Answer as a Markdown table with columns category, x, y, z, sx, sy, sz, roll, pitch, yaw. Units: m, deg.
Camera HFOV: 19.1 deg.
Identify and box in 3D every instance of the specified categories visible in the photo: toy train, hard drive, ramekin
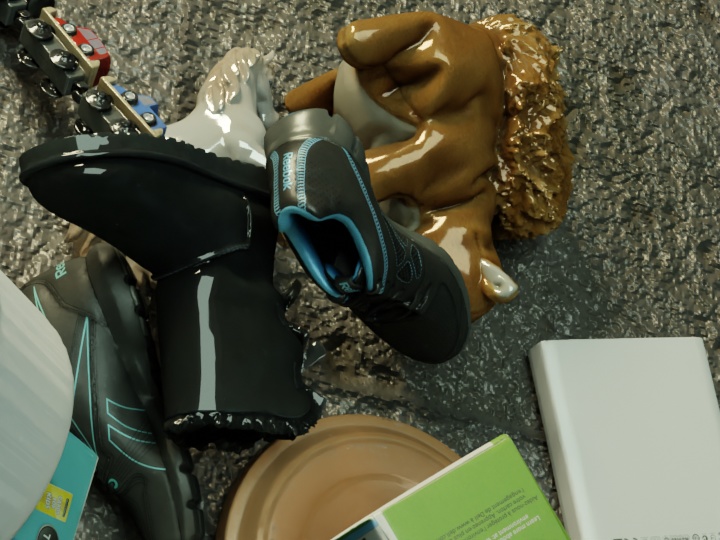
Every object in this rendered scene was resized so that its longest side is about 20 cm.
| category | x | y | z | sx | sy | sz | roll | pitch | yaw |
| --- | --- | --- | --- | --- | --- | --- | --- | --- | --- |
| toy train | -0.178 | -0.129 | 1.311 | 0.046 | 0.034 | 0.200 | -16 | 54 | -40 |
| hard drive | 0.189 | 0.143 | 1.409 | 0.131 | 0.027 | 0.202 | 0 | 68 | -27 |
| ramekin | -0.241 | 0.074 | 1.088 | 0.098 | 0.199 | 0.202 | 46 | 47 | -42 |

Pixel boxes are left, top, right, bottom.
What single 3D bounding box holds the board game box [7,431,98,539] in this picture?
| category | x | y | z | sx | sy | sz | roll | pitch | yaw |
| --- | --- | --- | --- | --- | --- | --- | --- | --- | --- |
| board game box | -0.230 | 0.179 | 1.104 | 0.047 | 0.150 | 0.202 | 45 | 48 | -43 |

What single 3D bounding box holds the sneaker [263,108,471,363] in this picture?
| category | x | y | z | sx | sy | sz | roll | pitch | yaw |
| --- | --- | --- | --- | --- | --- | --- | --- | --- | --- |
| sneaker | 0.000 | 0.000 | 1.264 | 0.200 | 0.073 | 0.082 | 50 | 29 | -35 |

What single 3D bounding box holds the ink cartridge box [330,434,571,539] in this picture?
| category | x | y | z | sx | sy | sz | roll | pitch | yaw |
| --- | --- | --- | --- | --- | --- | --- | --- | --- | --- |
| ink cartridge box | -0.005 | 0.181 | 1.148 | 0.199 | 0.148 | 0.076 | -28 | 83 | -32 |

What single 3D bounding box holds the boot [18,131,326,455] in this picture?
| category | x | y | z | sx | sy | sz | roll | pitch | yaw |
| --- | --- | --- | --- | --- | --- | --- | --- | --- | --- |
| boot | -0.102 | 0.016 | 1.207 | 0.197 | 0.073 | 0.164 | 11 | 68 | -49 |

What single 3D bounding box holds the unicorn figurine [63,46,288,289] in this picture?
| category | x | y | z | sx | sy | sz | roll | pitch | yaw |
| --- | --- | --- | --- | --- | --- | --- | --- | --- | --- |
| unicorn figurine | -0.097 | -0.065 | 1.332 | 0.199 | 0.074 | 0.138 | -14 | 78 | -34 |

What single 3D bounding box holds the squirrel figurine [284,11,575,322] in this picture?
| category | x | y | z | sx | sy | sz | roll | pitch | yaw |
| --- | --- | --- | --- | --- | --- | --- | --- | --- | --- |
| squirrel figurine | 0.066 | -0.061 | 1.379 | 0.198 | 0.141 | 0.188 | -13 | 80 | -28 |

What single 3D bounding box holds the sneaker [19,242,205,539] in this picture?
| category | x | y | z | sx | sy | sz | roll | pitch | yaw |
| --- | --- | --- | --- | --- | --- | --- | --- | --- | --- |
| sneaker | -0.145 | 0.088 | 1.250 | 0.079 | 0.075 | 0.202 | -18 | 81 | -3 |

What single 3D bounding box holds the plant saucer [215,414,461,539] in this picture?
| category | x | y | z | sx | sy | sz | roll | pitch | yaw |
| --- | --- | --- | --- | --- | --- | --- | --- | --- | --- |
| plant saucer | 0.011 | 0.180 | 1.264 | 0.199 | 0.032 | 0.202 | 12 | 62 | -23 |

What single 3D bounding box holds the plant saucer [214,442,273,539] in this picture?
| category | x | y | z | sx | sy | sz | roll | pitch | yaw |
| --- | --- | --- | --- | --- | --- | --- | --- | --- | --- |
| plant saucer | 0.000 | 0.187 | 1.290 | 0.198 | 0.029 | 0.202 | 12 | 62 | -23 |
